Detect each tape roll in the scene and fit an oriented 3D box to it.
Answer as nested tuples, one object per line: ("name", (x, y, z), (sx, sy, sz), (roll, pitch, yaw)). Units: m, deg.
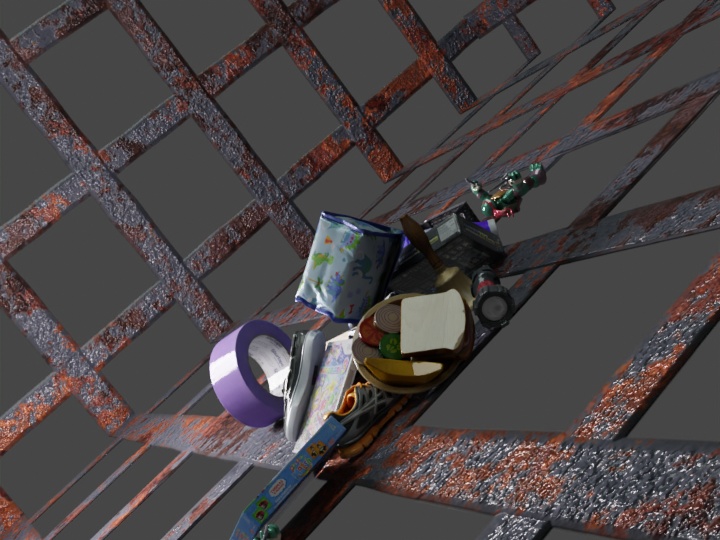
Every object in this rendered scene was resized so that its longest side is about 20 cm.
("tape roll", (-0.205, 0.209, 1.978), (0.084, 0.201, 0.200), (-31, 12, 32))

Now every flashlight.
("flashlight", (0.210, 0.036, 1.591), (0.067, 0.068, 0.200), (-38, 10, 12))

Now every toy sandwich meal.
("toy sandwich meal", (0.080, 0.102, 1.523), (0.205, 0.204, 0.071), (-42, -33, -20))

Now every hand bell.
("hand bell", (0.132, -0.016, 1.727), (0.104, 0.201, 0.104), (-36, 10, 8))

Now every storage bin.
("storage bin", (0.166, -0.053, 2.080), (0.135, 0.094, 0.199), (-42, 9, -28))

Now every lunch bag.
("lunch bag", (0.000, 0.000, 1.726), (0.199, 0.126, 0.173), (7, -74, -58))

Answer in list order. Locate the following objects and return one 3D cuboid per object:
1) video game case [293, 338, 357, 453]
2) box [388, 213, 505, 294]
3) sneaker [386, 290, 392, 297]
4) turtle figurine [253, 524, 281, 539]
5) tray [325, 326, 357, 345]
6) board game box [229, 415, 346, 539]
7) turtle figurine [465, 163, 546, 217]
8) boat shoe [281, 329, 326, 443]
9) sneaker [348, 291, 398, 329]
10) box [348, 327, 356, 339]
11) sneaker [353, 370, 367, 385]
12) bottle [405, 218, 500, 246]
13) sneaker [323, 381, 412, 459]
("video game case", (-0.054, 0.215, 1.647), (0.143, 0.018, 0.203), (-18, 52, 66))
("box", (0.152, -0.017, 1.838), (0.199, 0.156, 0.052), (-34, 55, 29))
("sneaker", (0.073, 0.037, 2.054), (0.089, 0.068, 0.199), (-18, 0, -30))
("turtle figurine", (-0.158, 0.396, 1.250), (0.147, 0.102, 0.200), (-22, -10, -7))
("tray", (-0.026, 0.159, 1.866), (0.097, 0.038, 0.199), (9, -27, -37))
("board game box", (-0.109, 0.321, 1.437), (0.200, 0.036, 0.152), (-43, -12, -35))
("turtle figurine", (0.298, -0.163, 2.039), (0.148, 0.103, 0.198), (-3, 17, 47))
("boat shoe", (-0.109, 0.204, 1.733), (0.056, 0.069, 0.204), (4, 73, 28))
("sneaker", (0.032, 0.103, 1.906), (0.089, 0.079, 0.199), (-48, -18, 24))
("box", (0.063, 0.110, 1.707), (0.119, 0.033, 0.199), (10, -24, -34))
("sneaker", (0.011, 0.175, 1.703), (0.199, 0.071, 0.098), (-31, 15, 49))
("bottle", (0.176, -0.051, 1.926), (0.196, 0.085, 0.065), (-17, -28, 5))
("sneaker", (0.017, 0.204, 1.535), (0.078, 0.078, 0.200), (-30, 12, 49))
